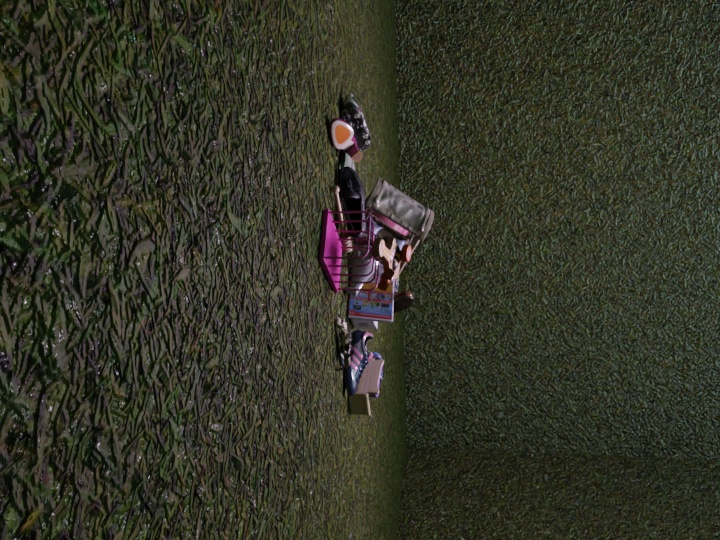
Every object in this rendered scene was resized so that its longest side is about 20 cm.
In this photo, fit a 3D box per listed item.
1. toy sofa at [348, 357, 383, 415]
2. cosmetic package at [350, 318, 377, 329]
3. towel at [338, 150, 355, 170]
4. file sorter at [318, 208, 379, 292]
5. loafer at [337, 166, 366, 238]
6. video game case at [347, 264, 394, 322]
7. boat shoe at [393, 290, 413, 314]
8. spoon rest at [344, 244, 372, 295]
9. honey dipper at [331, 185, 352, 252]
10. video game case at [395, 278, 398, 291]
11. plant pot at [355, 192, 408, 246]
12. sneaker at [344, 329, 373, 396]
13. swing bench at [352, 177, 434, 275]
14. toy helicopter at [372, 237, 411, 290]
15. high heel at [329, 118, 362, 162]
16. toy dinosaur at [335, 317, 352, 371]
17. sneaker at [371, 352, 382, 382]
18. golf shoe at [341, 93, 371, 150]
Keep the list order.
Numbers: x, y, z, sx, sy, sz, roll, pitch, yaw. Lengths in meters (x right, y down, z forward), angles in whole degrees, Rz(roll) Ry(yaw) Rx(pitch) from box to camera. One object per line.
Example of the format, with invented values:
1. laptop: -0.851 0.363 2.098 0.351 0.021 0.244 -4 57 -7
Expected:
1. toy sofa: 0.024 0.373 1.831 0.201 0.096 0.084 -75 162 -63
2. cosmetic package: 0.016 0.079 1.834 0.113 0.080 0.203 72 20 -68
3. towel: -0.036 -0.283 1.707 0.201 0.023 0.154 77 15 -50
4. file sorter: -0.022 -0.047 1.449 0.201 0.123 0.141 72 20 -63
5. loafer: -0.019 -0.189 1.565 0.063 0.071 0.203 -118 -162 -83
6. video game case: 0.035 0.059 1.769 0.017 0.141 0.203 110 -15 -65
7. boat shoe: 0.103 0.100 1.841 0.200 0.071 0.069 -38 -137 50
8. spoon rest: 0.000 0.000 1.752 0.061 0.098 0.201 93 17 -52
9. honey dipper: -0.054 -0.140 1.542 0.038 0.037 0.202 -79 163 -52
10. video game case: 0.079 -0.037 2.110 0.181 0.036 0.202 39 41 -33
11. plant pot: 0.071 -0.143 1.916 0.202 0.197 0.180 82 27 -43
12. sneaker: -0.003 0.276 1.703 0.070 0.081 0.203 69 23 -67
13. swing bench: 0.085 -0.132 1.676 0.201 0.197 0.130 -56 -171 27
14. toy helicopter: 0.065 -0.026 1.451 0.200 0.078 0.134 40 61 -66
15. high heel: -0.053 -0.376 1.537 0.096 0.067 0.200 58 12 24
16. toy dinosaur: -0.043 0.226 1.575 0.089 0.047 0.202 -89 177 -54
17. sneaker: 0.048 0.343 2.086 0.201 0.073 0.083 90 3 -56
18. golf shoe: -0.011 -0.441 1.707 0.201 0.076 0.089 74 11 -62
